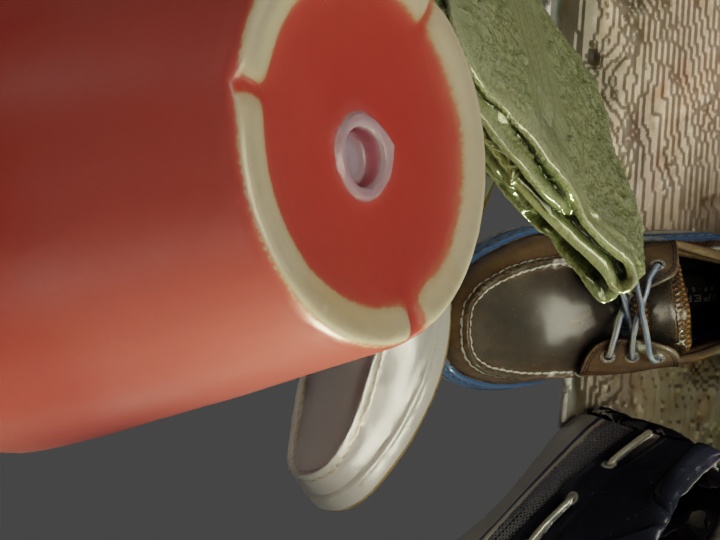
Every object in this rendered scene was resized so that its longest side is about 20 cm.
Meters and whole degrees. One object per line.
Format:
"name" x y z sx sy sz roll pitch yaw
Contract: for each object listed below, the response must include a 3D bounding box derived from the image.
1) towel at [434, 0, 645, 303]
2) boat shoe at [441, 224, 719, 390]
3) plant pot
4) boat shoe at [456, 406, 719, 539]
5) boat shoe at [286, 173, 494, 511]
"towel" 0.062 -0.082 1.006 0.036 0.200 0.148 -34 117 15
"boat shoe" 0.119 0.012 1.120 0.200 0.072 0.073 -12 100 -37
"plant pot" -0.065 -0.036 0.878 0.200 0.177 0.201 10 78 -53
"boat shoe" 0.091 0.145 1.099 0.200 0.093 0.075 -52 122 -21
"boat shoe" 0.000 0.000 1.034 0.069 0.071 0.201 30 67 -35
